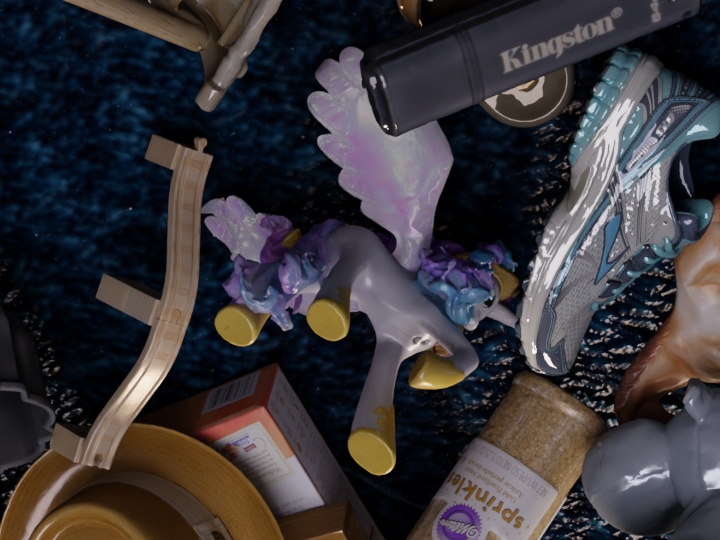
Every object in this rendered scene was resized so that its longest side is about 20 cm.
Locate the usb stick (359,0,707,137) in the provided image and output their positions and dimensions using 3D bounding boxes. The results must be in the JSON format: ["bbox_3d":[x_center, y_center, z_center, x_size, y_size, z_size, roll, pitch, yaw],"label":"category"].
[{"bbox_3d":[0.094,-0.129,1.344,0.200,0.033,0.055,-22,123,-9],"label":"usb stick"}]

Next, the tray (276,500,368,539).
[{"bbox_3d":[-0.082,0.213,1.519,0.200,0.037,0.099,-16,115,17],"label":"tray"}]

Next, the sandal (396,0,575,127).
[{"bbox_3d":[0.049,-0.153,1.363,0.080,0.054,0.200,-32,110,21],"label":"sandal"}]

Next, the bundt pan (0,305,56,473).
[{"bbox_3d":[-0.278,0.063,1.463,0.202,0.076,0.202,-5,157,-2],"label":"bundt pan"}]

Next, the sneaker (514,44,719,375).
[{"bbox_3d":[0.147,-0.021,1.396,0.086,0.078,0.200,21,116,10],"label":"sneaker"}]

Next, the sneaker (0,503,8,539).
[{"bbox_3d":[-0.247,0.153,1.517,0.072,0.072,0.200,-37,151,-9],"label":"sneaker"}]

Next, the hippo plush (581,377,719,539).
[{"bbox_3d":[0.190,0.142,1.387,0.200,0.161,0.159,-19,159,27],"label":"hippo plush"}]

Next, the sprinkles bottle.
[{"bbox_3d":[0.066,0.157,1.464,0.068,0.068,0.200,37,81,-13],"label":"sprinkles bottle"}]

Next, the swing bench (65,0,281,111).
[{"bbox_3d":[-0.104,-0.227,1.303,0.200,0.130,0.199,29,117,-15],"label":"swing bench"}]

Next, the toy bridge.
[{"bbox_3d":[-0.123,0.019,1.425,0.027,0.067,0.200,16,95,-38],"label":"toy bridge"}]

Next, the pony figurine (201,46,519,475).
[{"bbox_3d":[0.000,0.000,1.394,0.193,0.200,0.167,42,122,2],"label":"pony figurine"}]

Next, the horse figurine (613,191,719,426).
[{"bbox_3d":[0.222,0.016,1.436,0.132,0.050,0.200,6,124,1],"label":"horse figurine"}]

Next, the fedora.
[{"bbox_3d":[-0.137,0.189,1.453,0.201,0.082,0.201,0,92,17],"label":"fedora"}]

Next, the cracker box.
[{"bbox_3d":[-0.065,0.170,1.546,0.134,0.058,0.200,-22,113,19],"label":"cracker box"}]
